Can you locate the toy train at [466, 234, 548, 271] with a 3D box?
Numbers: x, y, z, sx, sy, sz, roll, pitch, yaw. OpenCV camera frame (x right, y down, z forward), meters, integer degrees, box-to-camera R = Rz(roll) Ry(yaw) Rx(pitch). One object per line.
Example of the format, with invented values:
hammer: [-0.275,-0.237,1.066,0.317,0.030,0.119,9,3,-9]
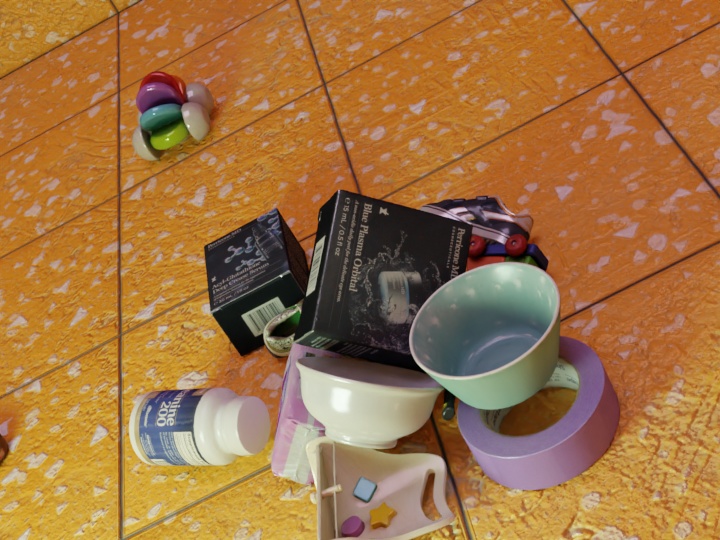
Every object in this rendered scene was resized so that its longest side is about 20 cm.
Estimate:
toy train: [0.168,0.018,1.808,0.198,0.085,0.117,-1,58,37]

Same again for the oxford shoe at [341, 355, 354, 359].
oxford shoe: [-0.022,0.108,1.829,0.199,0.075,0.059,-30,69,30]

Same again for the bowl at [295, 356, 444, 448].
bowl: [0.007,0.174,1.597,0.199,0.199,0.092,12,95,45]

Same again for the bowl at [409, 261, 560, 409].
bowl: [0.172,0.096,1.557,0.198,0.106,0.202,-19,36,14]

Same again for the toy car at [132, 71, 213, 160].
toy car: [-0.417,-0.346,2.643,0.173,0.151,0.201,-20,35,15]

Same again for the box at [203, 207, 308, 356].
box: [-0.166,0.016,2.035,0.147,0.108,0.201,-27,34,7]

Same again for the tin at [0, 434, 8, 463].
tin: [-0.688,0.323,2.118,0.197,0.042,0.113,-7,37,32]

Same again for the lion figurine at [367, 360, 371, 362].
lion figurine: [0.032,0.177,1.724,0.120,0.073,0.202,0,54,0]

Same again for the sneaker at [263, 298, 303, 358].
sneaker: [-0.068,0.065,1.899,0.199,0.077,0.089,-37,-9,2]

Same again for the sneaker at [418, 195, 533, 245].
sneaker: [0.180,-0.073,1.907,0.198,0.079,0.080,22,64,37]

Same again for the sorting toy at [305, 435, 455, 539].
sorting toy: [0.027,0.296,1.553,0.177,0.108,0.201,-15,32,6]

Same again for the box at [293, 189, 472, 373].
box: [0.031,0.017,1.670,0.117,0.197,0.200,146,136,-72]

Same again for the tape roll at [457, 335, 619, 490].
tape roll: [0.225,0.178,1.568,0.198,0.066,0.202,-21,36,16]

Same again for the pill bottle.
pill bottle: [-0.234,0.229,1.816,0.197,0.112,0.112,-6,41,32]

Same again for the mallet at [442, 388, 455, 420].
mallet: [0.115,0.153,1.650,0.066,0.041,0.201,-54,7,28]

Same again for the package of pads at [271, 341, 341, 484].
package of pads: [-0.075,0.186,1.737,0.074,0.122,0.202,14,39,-7]
